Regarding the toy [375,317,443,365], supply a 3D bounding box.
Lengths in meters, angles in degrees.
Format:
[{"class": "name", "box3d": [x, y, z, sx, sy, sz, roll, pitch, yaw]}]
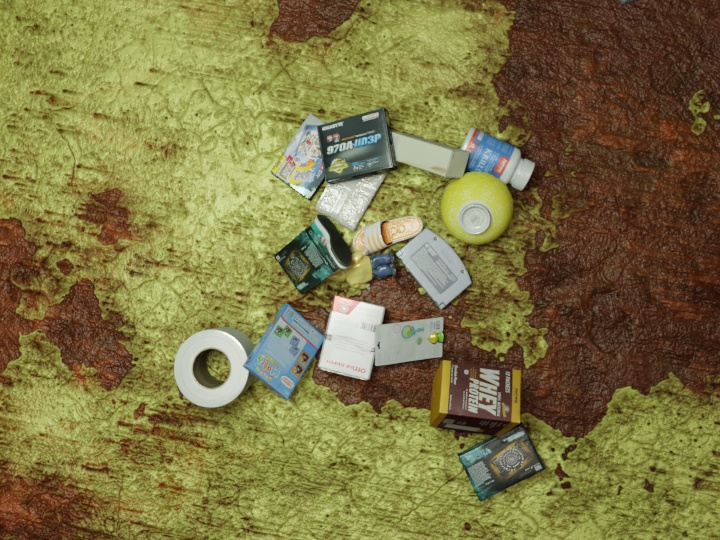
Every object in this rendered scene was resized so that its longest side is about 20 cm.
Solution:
[{"class": "toy", "box3d": [0.128, 0.187, 1.701, 0.197, 0.047, 0.117, -4, 105, -16]}]

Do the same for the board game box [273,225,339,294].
[{"class": "board game box", "box3d": [-0.147, -0.022, 1.667, 0.028, 0.200, 0.136, -37, 94, -36]}]

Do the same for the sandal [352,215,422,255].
[{"class": "sandal", "box3d": [0.069, -0.105, 1.713, 0.205, 0.059, 0.080, -20, 84, 12]}]

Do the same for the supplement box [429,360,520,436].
[{"class": "supplement box", "box3d": [0.293, 0.334, 1.618, 0.197, 0.198, 0.134, 7, 66, 1]}]

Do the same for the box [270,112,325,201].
[{"class": "box", "box3d": [-0.141, -0.316, 1.749, 0.136, 0.038, 0.201, 35, 89, 2]}]

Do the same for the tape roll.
[{"class": "tape roll", "box3d": [-0.385, 0.257, 1.688, 0.200, 0.139, 0.206, 0, 89, 1]}]

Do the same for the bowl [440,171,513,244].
[{"class": "bowl", "box3d": [0.305, -0.151, 1.657, 0.197, 0.108, 0.203, 5, 114, 12]}]

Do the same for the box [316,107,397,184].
[{"class": "box", "box3d": [-0.010, -0.330, 1.674, 0.198, 0.046, 0.161, -9, 88, 21]}]

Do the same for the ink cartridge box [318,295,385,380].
[{"class": "ink cartridge box", "box3d": [-0.022, 0.181, 1.706, 0.145, 0.083, 0.203, 13, 88, 2]}]

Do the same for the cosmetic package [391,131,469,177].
[{"class": "cosmetic package", "box3d": [0.175, -0.307, 1.659, 0.199, 0.105, 0.072, 26, 110, 34]}]

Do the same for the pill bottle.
[{"class": "pill bottle", "box3d": [0.365, -0.297, 1.695, 0.198, 0.112, 0.113, 25, 89, 3]}]

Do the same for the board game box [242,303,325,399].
[{"class": "board game box", "box3d": [-0.200, 0.216, 1.666, 0.151, 0.036, 0.201, 44, 61, -23]}]

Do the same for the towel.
[{"class": "towel", "box3d": [-0.025, -0.224, 1.745, 0.132, 0.034, 0.201, 29, 89, 3]}]

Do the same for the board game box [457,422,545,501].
[{"class": "board game box", "box3d": [0.382, 0.520, 1.700, 0.198, 0.028, 0.136, -26, 87, 2]}]

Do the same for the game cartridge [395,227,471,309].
[{"class": "game cartridge", "box3d": [0.208, -0.011, 1.730, 0.133, 0.042, 0.201, -39, 87, -4]}]

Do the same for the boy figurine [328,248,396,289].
[{"class": "boy figurine", "box3d": [0.000, 0.000, 1.715, 0.197, 0.065, 0.126, -11, 121, 2]}]

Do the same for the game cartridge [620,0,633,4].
[{"class": "game cartridge", "box3d": [0.792, -0.839, 1.738, 0.199, 0.040, 0.134, -32, 91, 1]}]

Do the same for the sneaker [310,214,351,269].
[{"class": "sneaker", "box3d": [-0.103, -0.045, 1.686, 0.121, 0.083, 0.201, -52, 43, 25]}]
